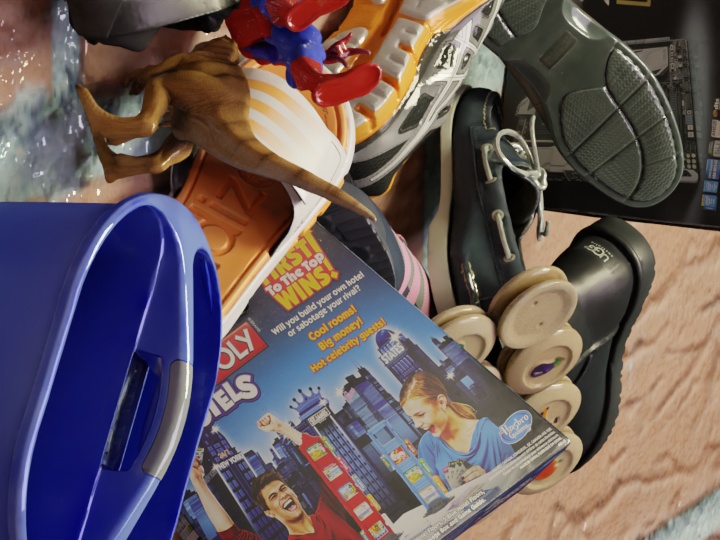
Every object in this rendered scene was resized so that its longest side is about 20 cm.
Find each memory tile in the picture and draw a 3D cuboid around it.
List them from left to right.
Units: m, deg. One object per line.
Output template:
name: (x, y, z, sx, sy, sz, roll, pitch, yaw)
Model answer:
memory tile: (0.057, 0.086, 1.668, 0.153, 0.017, 0.200, -26, 143, -13)

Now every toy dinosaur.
toy dinosaur: (-0.073, -0.072, 1.388, 0.200, 0.106, 0.061, -118, -169, -59)

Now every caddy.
caddy: (-0.124, 0.061, 1.336, 0.141, 0.104, 0.201, 41, 60, -58)

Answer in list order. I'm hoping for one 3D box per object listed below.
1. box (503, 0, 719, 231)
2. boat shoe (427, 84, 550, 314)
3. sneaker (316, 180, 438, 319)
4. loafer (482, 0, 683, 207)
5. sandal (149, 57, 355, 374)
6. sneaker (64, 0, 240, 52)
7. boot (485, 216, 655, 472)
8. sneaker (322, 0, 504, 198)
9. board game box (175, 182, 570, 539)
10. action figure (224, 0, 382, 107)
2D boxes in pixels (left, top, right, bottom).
box: (0.171, -0.130, 1.825, 0.050, 0.157, 0.201, 7, 91, -64)
boat shoe: (0.076, -0.041, 1.711, 0.200, 0.061, 0.075, -81, 157, -55)
sneaker: (0.000, 0.000, 1.632, 0.200, 0.070, 0.082, 70, 21, -50)
loafer: (0.120, -0.124, 1.752, 0.200, 0.072, 0.063, 48, 9, -24)
sandal: (-0.059, -0.038, 1.460, 0.059, 0.079, 0.207, 106, 10, -56)
sneaker: (-0.081, -0.173, 1.399, 0.200, 0.076, 0.112, -48, 138, -51)
boot: (0.089, 0.072, 1.798, 0.168, 0.076, 0.201, -30, 149, -40)
sneaker: (0.031, -0.124, 1.640, 0.200, 0.078, 0.077, -50, 143, -27)
board game box: (-0.033, 0.067, 1.488, 0.200, 0.200, 0.062, -33, 170, -31)
action figure: (-0.035, -0.123, 1.427, 0.052, 0.200, 0.066, -29, 109, -10)
